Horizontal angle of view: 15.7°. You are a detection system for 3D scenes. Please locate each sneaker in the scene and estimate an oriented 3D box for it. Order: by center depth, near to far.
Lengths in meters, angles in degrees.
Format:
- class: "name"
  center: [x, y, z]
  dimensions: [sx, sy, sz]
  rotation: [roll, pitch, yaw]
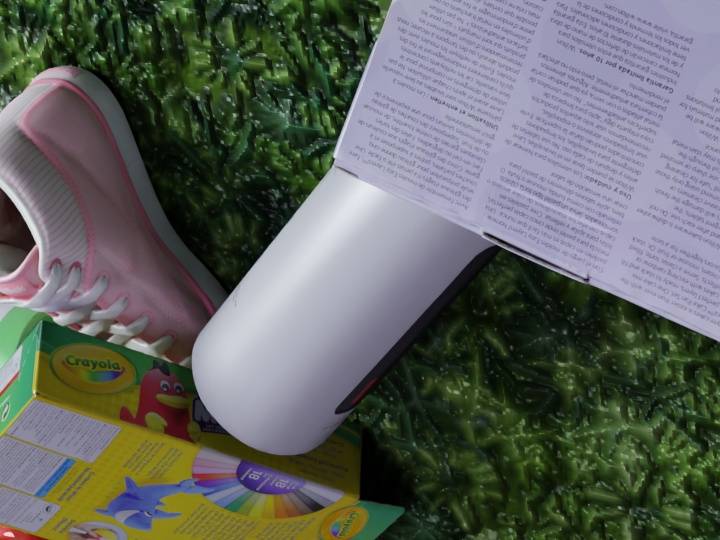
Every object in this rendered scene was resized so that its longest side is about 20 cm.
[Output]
- class: "sneaker"
  center: [-0.129, 0.012, 1.248]
  dimensions: [0.075, 0.105, 0.201]
  rotation: [-13, 111, 38]

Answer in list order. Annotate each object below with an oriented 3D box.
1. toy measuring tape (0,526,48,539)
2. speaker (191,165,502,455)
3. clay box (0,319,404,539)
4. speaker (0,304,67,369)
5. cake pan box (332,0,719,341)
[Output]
- class: "toy measuring tape"
  center: [-0.166, 0.168, 1.402]
  dimensions: [0.073, 0.074, 0.201]
  rotation: [21, 128, 23]
- class: "speaker"
  center: [0.000, 0.000, 1.163]
  dimensions: [0.081, 0.081, 0.200]
  rotation: [44, 134, 3]
- class: "clay box"
  center: [-0.089, 0.098, 1.265]
  dimensions: [0.199, 0.048, 0.115]
  rotation: [19, 139, -24]
- class: "speaker"
  center: [-0.226, 0.058, 1.361]
  dimensions: [0.199, 0.088, 0.089]
  rotation: [-4, 116, 37]
- class: "cake pan box"
  center: [0.102, -0.090, 1.003]
  dimensions: [0.199, 0.052, 0.185]
  rotation: [24, 101, 20]
